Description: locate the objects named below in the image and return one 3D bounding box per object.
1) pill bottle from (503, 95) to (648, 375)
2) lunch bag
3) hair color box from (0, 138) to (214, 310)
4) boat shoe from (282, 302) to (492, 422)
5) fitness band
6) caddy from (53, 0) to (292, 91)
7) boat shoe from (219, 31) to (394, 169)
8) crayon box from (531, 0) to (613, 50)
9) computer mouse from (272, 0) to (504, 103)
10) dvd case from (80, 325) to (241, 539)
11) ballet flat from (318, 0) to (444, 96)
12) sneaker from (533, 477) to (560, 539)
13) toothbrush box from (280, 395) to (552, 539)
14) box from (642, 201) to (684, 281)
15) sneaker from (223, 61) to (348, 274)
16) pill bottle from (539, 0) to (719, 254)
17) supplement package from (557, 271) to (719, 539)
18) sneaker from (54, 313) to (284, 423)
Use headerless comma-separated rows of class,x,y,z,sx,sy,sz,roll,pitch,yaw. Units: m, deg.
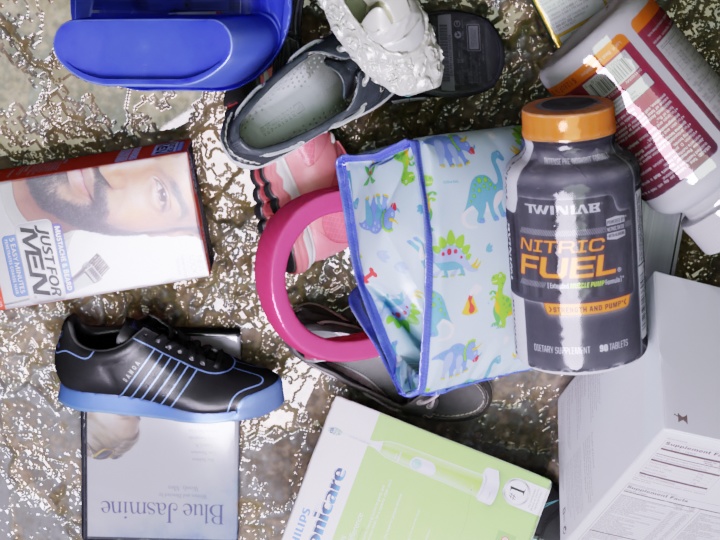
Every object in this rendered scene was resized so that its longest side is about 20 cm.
pill bottle,0.164,-0.030,1.355,0.105,0.106,0.202,-5,106,1
lunch bag,0.083,-0.009,1.434,0.169,0.127,0.202,-10,89,-38
hair color box,-0.232,-0.038,1.499,0.198,0.064,0.112,-10,104,1
boat shoe,0.023,0.089,1.539,0.199,0.057,0.067,23,104,-7
fitness band,0.000,0.000,1.471,0.199,0.037,0.145,-11,101,-36
caddy,-0.154,-0.215,1.424,0.198,0.105,0.143,3,98,19
boat shoe,-0.022,-0.147,1.400,0.200,0.060,0.076,-41,95,-10
crayon box,0.171,-0.297,1.441,0.125,0.052,0.201,-28,104,6
computer mouse,0.016,-0.203,1.467,0.198,0.046,0.142,-8,86,-11
dvd case,-0.178,0.148,1.572,0.141,0.018,0.202,1,105,-2
ballet flat,-0.001,-0.218,1.355,0.072,0.072,0.200,-37,97,9
sneaker,0.098,0.247,1.586,0.198,0.075,0.080,-17,89,-1
toothbrush box,0.048,0.212,1.516,0.198,0.086,0.147,20,85,8
box,0.212,-0.034,1.508,0.116,0.060,0.202,8,105,-4
sneaker,-0.055,-0.102,1.492,0.086,0.074,0.202,-17,99,-27
pill bottle,0.244,-0.116,1.400,0.109,0.110,0.200,-41,96,9
supplement package,0.268,0.131,1.453,0.149,0.153,0.200,13,142,-13
sneaker,-0.163,0.080,1.510,0.198,0.070,0.079,2,111,-1
